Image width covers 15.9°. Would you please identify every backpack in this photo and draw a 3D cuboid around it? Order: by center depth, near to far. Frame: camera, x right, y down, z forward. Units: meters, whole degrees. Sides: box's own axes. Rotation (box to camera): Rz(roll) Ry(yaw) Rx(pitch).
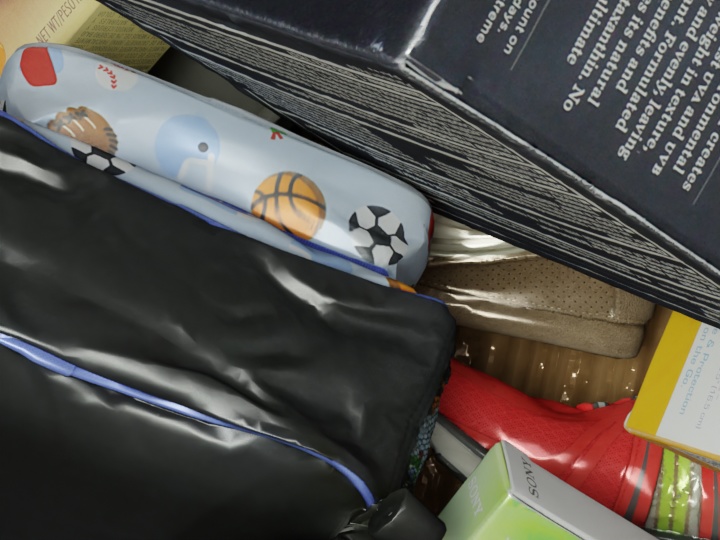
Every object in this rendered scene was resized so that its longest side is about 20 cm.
[{"bbox_3d":[-0.072,0.038,0.766,0.200,0.191,0.154,26,54,1],"label":"backpack"}]

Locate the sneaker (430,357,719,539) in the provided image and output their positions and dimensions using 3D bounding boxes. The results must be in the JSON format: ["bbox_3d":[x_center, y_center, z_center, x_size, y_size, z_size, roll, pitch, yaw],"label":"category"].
[{"bbox_3d":[0.106,0.061,0.817,0.200,0.077,0.085,23,90,5],"label":"sneaker"}]

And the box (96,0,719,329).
[{"bbox_3d":[0.041,-0.082,0.678,0.200,0.198,0.123,25,85,49],"label":"box"}]

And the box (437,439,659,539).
[{"bbox_3d":[0.040,0.163,0.746,0.144,0.036,0.200,31,106,-17],"label":"box"}]

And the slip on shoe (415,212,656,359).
[{"bbox_3d":[0.000,0.000,0.856,0.200,0.076,0.061,-2,93,8],"label":"slip on shoe"}]

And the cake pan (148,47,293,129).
[{"bbox_3d":[-0.061,-0.126,0.858,0.200,0.037,0.201,0,89,42],"label":"cake pan"}]

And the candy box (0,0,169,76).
[{"bbox_3d":[-0.134,-0.087,0.858,0.200,0.055,0.116,-45,66,33],"label":"candy box"}]

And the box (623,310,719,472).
[{"bbox_3d":[0.158,0.011,0.692,0.041,0.200,0.119,26,85,-28],"label":"box"}]
